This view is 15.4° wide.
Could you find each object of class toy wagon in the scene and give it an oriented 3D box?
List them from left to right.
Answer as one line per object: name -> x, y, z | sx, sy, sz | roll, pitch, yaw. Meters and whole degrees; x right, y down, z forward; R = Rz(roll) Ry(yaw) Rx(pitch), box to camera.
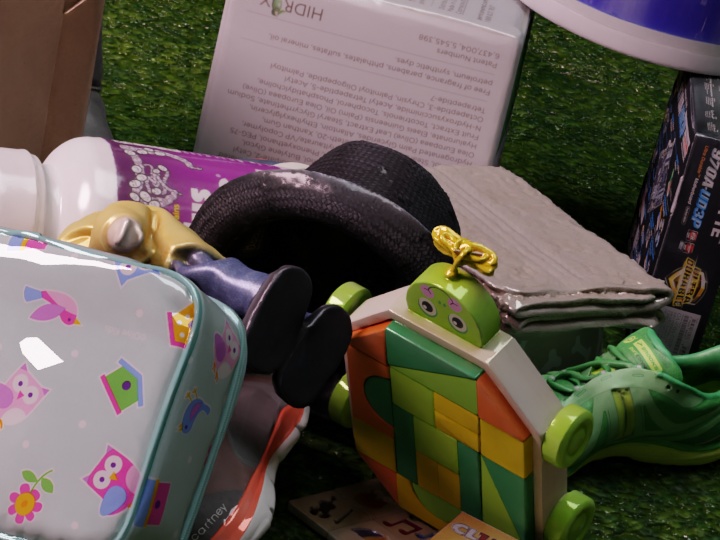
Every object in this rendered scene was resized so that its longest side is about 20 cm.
toy wagon -> 0.046, 0.061, 1.353 | 0.155, 0.201, 0.040 | 28, 55, 28

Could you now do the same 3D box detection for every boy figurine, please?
boy figurine -> -0.100, 0.007, 1.380 | 0.199, 0.065, 0.124 | 17, -19, 41

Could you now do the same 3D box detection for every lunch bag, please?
lunch bag -> -0.163, 0.065, 1.278 | 0.199, 0.161, 0.077 | 12, -10, 26

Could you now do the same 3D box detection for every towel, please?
towel -> 0.085, -0.013, 1.612 | 0.132, 0.035, 0.200 | -1, 26, -33

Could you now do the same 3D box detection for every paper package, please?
paper package -> -0.246, -0.138, 1.654 | 0.103, 0.191, 0.200 | -2, 27, -27

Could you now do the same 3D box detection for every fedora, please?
fedora -> 0.000, 0.000, 1.456 | 0.200, 0.201, 0.092 | 20, 52, 14

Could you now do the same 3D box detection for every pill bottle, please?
pill bottle -> -0.126, -0.016, 1.531 | 0.199, 0.113, 0.112 | 8, 24, -24

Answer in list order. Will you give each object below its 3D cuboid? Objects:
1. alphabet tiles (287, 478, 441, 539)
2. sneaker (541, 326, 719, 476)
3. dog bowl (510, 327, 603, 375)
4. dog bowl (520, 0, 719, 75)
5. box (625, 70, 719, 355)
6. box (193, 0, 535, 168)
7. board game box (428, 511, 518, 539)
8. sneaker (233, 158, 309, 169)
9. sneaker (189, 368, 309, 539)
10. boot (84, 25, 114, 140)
alphabet tiles -> 0.061, 0.161, 1.385 | 0.167, 0.008, 0.200 | -10, 32, -42
sneaker -> 0.140, 0.069, 1.533 | 0.199, 0.084, 0.074 | -4, 36, -33
dog bowl -> 0.059, 0.021, 1.634 | 0.199, 0.059, 0.200 | 11, 24, -5
dog bowl -> 0.196, -0.208, 1.784 | 0.199, 0.079, 0.200 | 16, 23, -7
box -> 0.214, -0.045, 1.741 | 0.046, 0.160, 0.200 | 15, 23, -1
box -> 0.007, -0.130, 1.800 | 0.199, 0.172, 0.199 | 16, 23, 2
board game box -> 0.101, 0.196, 1.279 | 0.199, 0.035, 0.135 | 26, 27, 20
sneaker -> -0.118, -0.026, 1.646 | 0.199, 0.075, 0.084 | -8, 9, -29
sneaker -> -0.081, 0.078, 1.370 | 0.082, 0.077, 0.200 | 46, 17, -17
boot -> -0.183, -0.156, 1.718 | 0.072, 0.201, 0.182 | 0, 27, -27
